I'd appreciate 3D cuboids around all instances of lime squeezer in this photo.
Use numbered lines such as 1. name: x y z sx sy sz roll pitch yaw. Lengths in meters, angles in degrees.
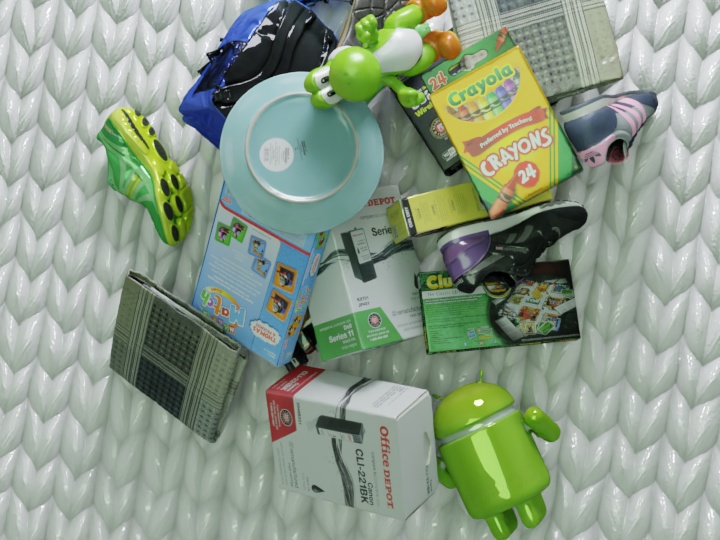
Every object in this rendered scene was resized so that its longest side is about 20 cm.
1. lime squeezer: 0.050 -0.285 1.521 0.070 0.038 0.202 8 63 40

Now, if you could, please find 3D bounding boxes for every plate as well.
1. plate: -0.070 -0.143 1.412 0.197 0.026 0.203 1 79 -4

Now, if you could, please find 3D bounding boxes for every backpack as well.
1. backpack: -0.129 -0.246 1.534 0.167 0.162 0.201 7 63 51

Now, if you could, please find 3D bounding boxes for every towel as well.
1. towel: -0.243 0.112 1.570 0.192 0.035 0.201 34 134 13
2. towel: 0.212 -0.302 1.482 0.190 0.035 0.203 -14 83 7

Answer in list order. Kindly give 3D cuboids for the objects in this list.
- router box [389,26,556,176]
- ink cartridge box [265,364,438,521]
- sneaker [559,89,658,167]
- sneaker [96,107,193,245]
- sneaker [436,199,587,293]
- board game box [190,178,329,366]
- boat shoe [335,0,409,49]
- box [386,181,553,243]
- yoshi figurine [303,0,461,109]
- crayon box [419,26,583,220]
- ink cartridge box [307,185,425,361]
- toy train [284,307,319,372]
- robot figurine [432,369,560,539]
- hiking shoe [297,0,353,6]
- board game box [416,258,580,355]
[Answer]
1. router box: 0.152 -0.241 1.541 0.199 0.062 0.151 -34 81 8
2. ink cartridge box: -0.011 0.213 1.491 0.198 0.084 0.146 7 114 31
3. sneaker: 0.311 -0.171 1.454 0.070 0.199 0.083 -20 88 43
4. sneaker: -0.295 -0.123 1.628 0.083 0.074 0.202 -29 86 33
5. sneaker: 0.200 -0.023 1.496 0.198 0.076 0.088 -16 71 -10
6. board game box: -0.127 -0.003 1.488 0.150 0.036 0.202 28 113 23
7. boat shoe: 0.006 -0.299 1.508 0.075 0.074 0.201 31 69 -9
8. box: 0.137 -0.084 1.498 0.198 0.075 0.051 -15 86 -15
9. yoshi figurine: 0.030 -0.247 1.388 0.199 0.112 0.113 -33 69 -20
10. crayon box: 0.167 -0.178 1.432 0.126 0.051 0.202 -29 90 8
11. ink cartridge box: 0.000 0.000 1.512 0.083 0.146 0.203 -20 84 44
12. toy train: -0.111 0.033 1.576 0.113 0.085 0.201 -33 83 -2
13. robot figurine: 0.164 0.231 1.495 0.174 0.115 0.202 -28 83 21
14. hiking shoe: -0.062 -0.380 1.590 0.198 0.074 0.088 26 100 20
15. board game box: 0.175 0.046 1.512 0.197 0.023 0.106 -4 80 -6
